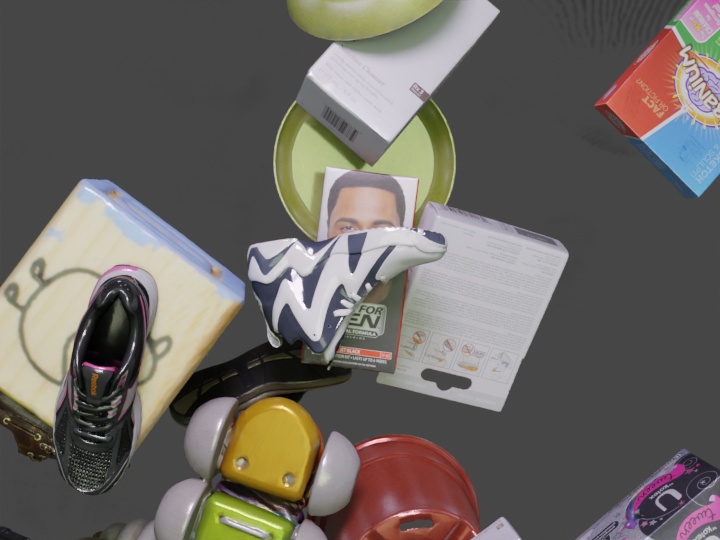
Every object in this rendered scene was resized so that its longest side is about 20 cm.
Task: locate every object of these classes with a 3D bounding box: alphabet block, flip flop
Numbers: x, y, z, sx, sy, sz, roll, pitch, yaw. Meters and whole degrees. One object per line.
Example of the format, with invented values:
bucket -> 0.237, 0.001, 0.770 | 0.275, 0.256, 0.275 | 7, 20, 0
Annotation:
alphabet block -> -0.246, 0.045, 1.037 | 0.195, 0.196, 0.201 | 36, 90, -6
flip flop -> -0.106, 0.128, 1.123 | 0.198, 0.081, 0.058 | -19, 131, -12

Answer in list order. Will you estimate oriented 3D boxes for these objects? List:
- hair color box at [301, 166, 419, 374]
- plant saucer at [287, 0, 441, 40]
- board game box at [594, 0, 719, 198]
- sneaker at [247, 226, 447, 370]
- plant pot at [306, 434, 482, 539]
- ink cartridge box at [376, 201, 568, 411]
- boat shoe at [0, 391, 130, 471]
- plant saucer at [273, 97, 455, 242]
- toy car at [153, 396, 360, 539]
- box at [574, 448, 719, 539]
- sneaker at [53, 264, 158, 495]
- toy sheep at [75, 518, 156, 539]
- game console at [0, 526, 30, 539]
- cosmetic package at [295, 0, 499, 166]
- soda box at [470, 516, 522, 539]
hair color box -> 0.000, 0.000, 1.086 | 0.100, 0.061, 0.203 | 6, 89, 2
plant saucer -> 0.013, -0.313, 1.053 | 0.199, 0.200, 0.031 | -33, 137, -3
board game box -> 0.383, -0.206, 1.165 | 0.153, 0.040, 0.200 | 42, 89, -7
sneaker -> -0.009, 0.028, 1.016 | 0.197, 0.079, 0.131 | -6, 90, 3
plant pot -> 0.048, 0.291, 1.083 | 0.198, 0.195, 0.203 | 0, 94, -7
ink cartridge box -> 0.116, 0.042, 1.148 | 0.161, 0.057, 0.202 | 15, 112, -16
boat shoe -> -0.335, 0.163, 1.098 | 0.200, 0.070, 0.070 | 40, 82, 1
plant saucer -> 0.004, -0.117, 1.135 | 0.197, 0.031, 0.203 | 0, 94, -5
toy car -> -0.100, 0.228, 1.057 | 0.173, 0.150, 0.202 | 19, 82, 4
box -> 0.339, 0.319, 1.157 | 0.199, 0.115, 0.133 | -39, 97, -3
sneaker -> -0.228, 0.096, 0.901 | 0.079, 0.086, 0.202 | 7, 94, -5
toy sheep -> -0.218, 0.323, 1.087 | 0.198, 0.138, 0.139 | 16, 92, 8
game console -> -0.363, 0.314, 1.026 | 0.116, 0.199, 0.178 | -14, 97, -39
cosmetic package -> 0.038, -0.221, 1.078 | 0.113, 0.081, 0.201 | 38, 73, -3
soda box -> 0.076, 0.317, 0.955 | 0.199, 0.068, 0.064 | -36, 97, -3
